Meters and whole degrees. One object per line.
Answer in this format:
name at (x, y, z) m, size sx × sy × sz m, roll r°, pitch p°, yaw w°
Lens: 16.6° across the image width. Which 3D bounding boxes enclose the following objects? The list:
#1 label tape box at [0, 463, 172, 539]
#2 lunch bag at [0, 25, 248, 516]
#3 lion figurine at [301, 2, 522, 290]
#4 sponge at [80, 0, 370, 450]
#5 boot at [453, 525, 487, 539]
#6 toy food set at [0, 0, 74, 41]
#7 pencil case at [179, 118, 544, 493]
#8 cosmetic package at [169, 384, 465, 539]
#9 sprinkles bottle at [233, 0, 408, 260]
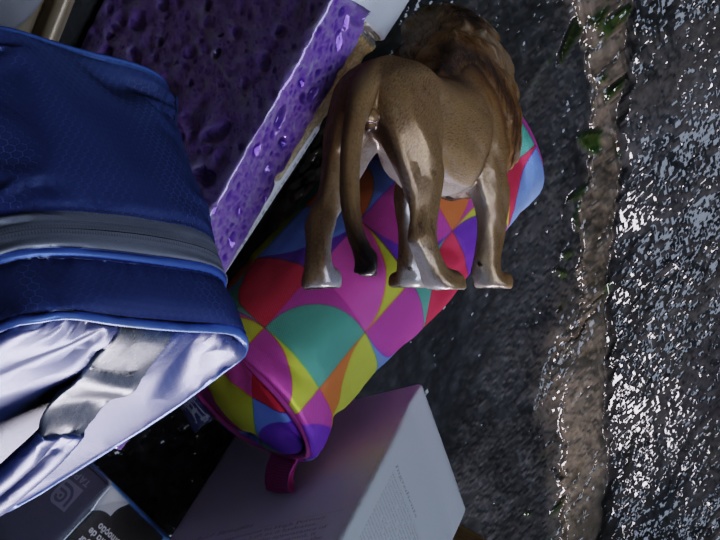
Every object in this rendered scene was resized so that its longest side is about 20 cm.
label tape box at (-0.157, 0.188, 1.100) m, size 0.200 × 0.066 × 0.143 m, roll -51°, pitch 140°, yaw -11°
lunch bag at (-0.148, 0.021, 0.898) m, size 0.200 × 0.133 × 0.135 m, roll -34°, pitch 152°, yaw 33°
lion figurine at (0.024, -0.054, 1.003) m, size 0.200 × 0.072 × 0.123 m, roll -4°, pitch 94°, yaw -79°
sponge at (-0.088, -0.040, 0.987) m, size 0.030 × 0.111 × 0.201 m, roll 27°, pitch 93°, yaw -53°
boot at (-0.011, 0.210, 1.260) m, size 0.199 × 0.073 × 0.156 m, roll -6°, pitch 121°, yaw -48°
toy food set at (-0.136, -0.130, 0.921) m, size 0.143 × 0.060 × 0.201 m, roll 11°, pitch 106°, yaw -48°
pencil case at (0.000, 0.000, 1.105) m, size 0.200 × 0.088 × 0.089 m, roll -49°, pitch 141°, yaw -27°
cosmetic package at (-0.026, 0.130, 1.087) m, size 0.200 × 0.101 × 0.074 m, roll -54°, pitch 127°, yaw -64°
sprinkles bottle at (-0.058, -0.056, 1.043) m, size 0.201 × 0.068 × 0.068 m, roll -57°, pitch 141°, yaw -1°
